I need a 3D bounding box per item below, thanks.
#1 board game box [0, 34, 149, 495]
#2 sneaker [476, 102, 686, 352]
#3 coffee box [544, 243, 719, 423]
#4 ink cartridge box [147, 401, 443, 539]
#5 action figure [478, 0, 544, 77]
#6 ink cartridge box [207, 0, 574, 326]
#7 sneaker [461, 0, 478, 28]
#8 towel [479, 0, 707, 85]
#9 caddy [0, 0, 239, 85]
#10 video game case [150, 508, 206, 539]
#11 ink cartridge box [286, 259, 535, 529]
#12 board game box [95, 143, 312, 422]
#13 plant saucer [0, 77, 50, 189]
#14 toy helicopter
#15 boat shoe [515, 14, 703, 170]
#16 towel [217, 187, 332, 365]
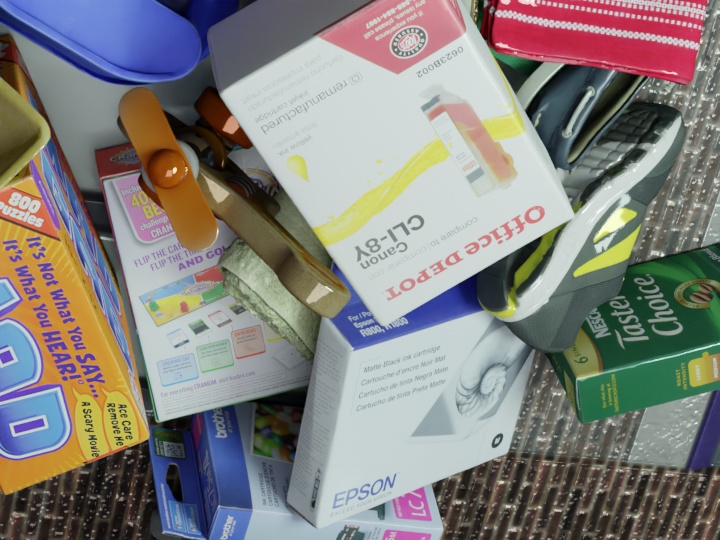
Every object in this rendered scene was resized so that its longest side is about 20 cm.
[{"bbox_3d":[-0.268,0.011,1.363,0.198,0.200,0.201,-21,122,0],"label":"board game box"},{"bbox_3d":[0.158,-0.030,1.500,0.200,0.074,0.085,-48,131,-13],"label":"sneaker"},{"bbox_3d":[0.231,0.038,1.547,0.198,0.123,0.044,-13,123,-4],"label":"coffee box"},{"bbox_3d":[-0.048,0.146,1.542,0.198,0.120,0.042,6,126,-16],"label":"ink cartridge box"},{"bbox_3d":[0.049,-0.202,1.404,0.199,0.055,0.119,14,117,-21],"label":"action figure"},{"bbox_3d":[0.020,-0.087,1.309,0.144,0.084,0.200,-29,123,8],"label":"ink cartridge box"},{"bbox_3d":[0.029,-0.181,1.354,0.089,0.067,0.202,2,122,5],"label":"sneaker"},{"bbox_3d":[0.161,-0.226,1.377,0.143,0.022,0.202,10,92,-8],"label":"towel"},{"bbox_3d":[-0.160,-0.198,1.328,0.199,0.105,0.142,31,89,-19],"label":"caddy"},{"bbox_3d":[-0.042,0.205,1.538,0.181,0.200,0.022,8,92,-17],"label":"video game case"},{"bbox_3d":[0.046,0.061,1.492,0.199,0.041,0.201,-17,128,-41],"label":"ink cartridge box"},{"bbox_3d":[-0.088,-0.003,1.493,0.152,0.040,0.201,-13,122,-6],"label":"board game box"},{"bbox_3d":[-0.300,-0.062,1.219,0.200,0.200,0.048,-45,162,-9],"label":"plant saucer"},{"bbox_3d":[-0.080,-0.043,1.330,0.079,0.200,0.132,-50,151,8],"label":"toy helicopter"},{"bbox_3d":[0.187,-0.151,1.438,0.200,0.062,0.075,-43,153,-1],"label":"boat shoe"},{"bbox_3d":[0.000,0.000,1.475,0.149,0.036,0.200,-51,133,-8],"label":"towel"}]
